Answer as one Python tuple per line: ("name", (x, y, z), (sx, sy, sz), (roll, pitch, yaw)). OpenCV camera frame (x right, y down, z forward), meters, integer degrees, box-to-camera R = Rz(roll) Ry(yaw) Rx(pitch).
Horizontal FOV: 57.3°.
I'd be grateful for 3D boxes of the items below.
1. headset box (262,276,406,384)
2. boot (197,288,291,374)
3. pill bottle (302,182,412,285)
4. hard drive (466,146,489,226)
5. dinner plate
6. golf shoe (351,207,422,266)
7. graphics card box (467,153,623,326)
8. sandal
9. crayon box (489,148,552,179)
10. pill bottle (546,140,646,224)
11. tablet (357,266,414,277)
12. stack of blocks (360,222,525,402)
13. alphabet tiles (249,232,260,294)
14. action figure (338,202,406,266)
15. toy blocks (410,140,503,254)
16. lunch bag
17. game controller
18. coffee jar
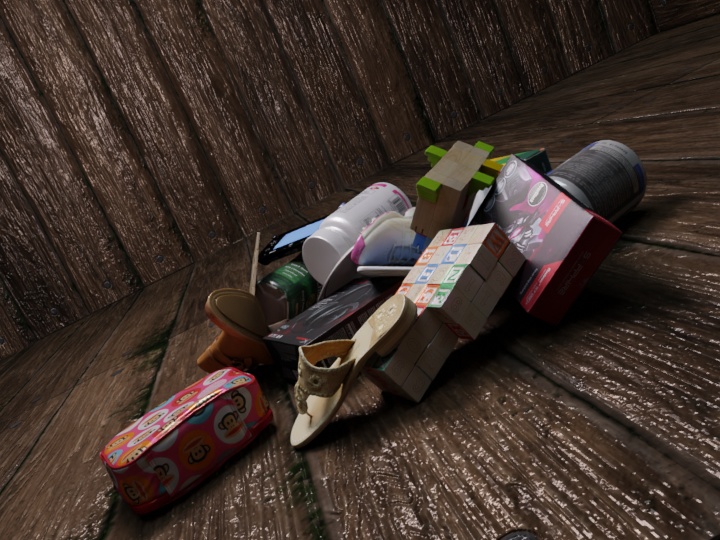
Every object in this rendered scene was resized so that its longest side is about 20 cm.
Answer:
("headset box", (-0.016, 0.079, 0.922), (0.199, 0.078, 0.148), (-33, 15, -25))
("boot", (-0.196, 0.102, 0.996), (0.154, 0.078, 0.199), (-26, -28, 26))
("pill bottle", (-0.003, -0.061, 1.135), (0.112, 0.115, 0.199), (-11, 21, 46))
("hard drive", (0.169, -0.094, 1.046), (0.201, 0.026, 0.133), (-85, 14, -55))
("dinner plate", (0.000, 0.000, 1.045), (0.199, 0.024, 0.201), (-40, -22, -19))
("golf shoe", (0.068, -0.039, 0.954), (0.199, 0.091, 0.076), (-22, -38, -48))
("graphics card box", (0.204, -0.043, 0.777), (0.127, 0.050, 0.201), (-60, 25, 20))
("sandal", (-0.033, 0.094, 0.711), (0.212, 0.069, 0.078), (-48, 22, 15))
("crayon box", (0.250, -0.125, 1.106), (0.050, 0.129, 0.199), (-28, 14, -21))
("pill bottle", (0.299, -0.093, 0.917), (0.199, 0.115, 0.113), (-32, 15, -30))
("tablet", (0.099, 0.003, 0.910), (0.196, 0.014, 0.130), (0, -2, 8))
("stack of blocks", (0.085, 0.045, 0.743), (0.201, 0.058, 0.115), (-54, 20, -17))
("alphabet tiles", (-0.200, 0.047, 1.213), (0.007, 0.171, 0.200), (5, -21, -10))
("action figure", (0.044, -0.049, 1.287), (0.191, 0.106, 0.201), (-18, 53, -24))
("toy blocks", (0.116, -0.082, 0.893), (0.098, 0.139, 0.200), (23, 34, 14))
("lunch bag", (-0.221, 0.200, 0.821), (0.199, 0.083, 0.175), (-33, 14, -27))
("game controller", (-0.111, -0.063, 1.260), (0.197, 0.043, 0.104), (-19, 14, 32))
("coffee jar", (-0.112, 0.025, 1.250), (0.084, 0.106, 0.200), (22, 36, 21))
